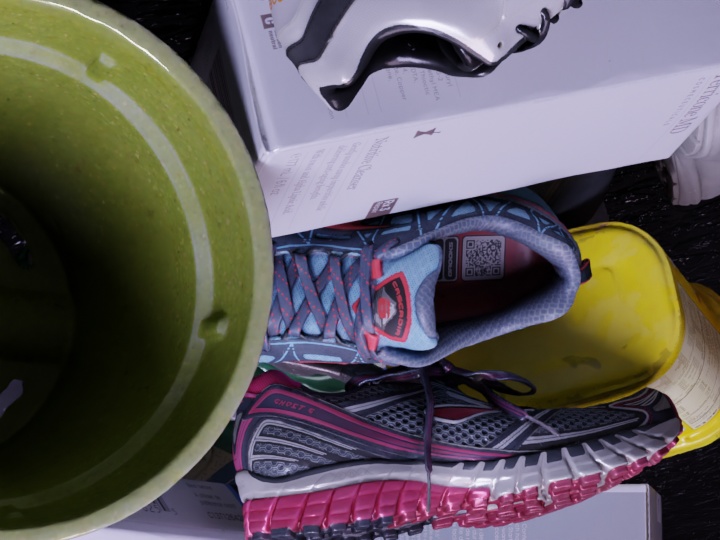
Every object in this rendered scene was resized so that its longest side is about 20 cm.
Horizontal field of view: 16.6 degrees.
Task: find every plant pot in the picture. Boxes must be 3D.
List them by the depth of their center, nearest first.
[{"bbox_3d":[-0.153,0.006,0.940,0.199,0.202,0.184,-9,176,-19],"label":"plant pot"}]

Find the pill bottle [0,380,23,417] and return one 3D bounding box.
[{"bbox_3d":[-0.118,0.038,1.193,0.199,0.112,0.110,-23,163,30],"label":"pill bottle"}]

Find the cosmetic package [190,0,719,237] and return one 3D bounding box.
[{"bbox_3d":[0.040,-0.080,0.969,0.198,0.082,0.113,-10,165,-13],"label":"cosmetic package"}]

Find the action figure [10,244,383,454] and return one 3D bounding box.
[{"bbox_3d":[-0.090,0.033,1.087,0.199,0.055,0.119,18,118,-6],"label":"action figure"}]

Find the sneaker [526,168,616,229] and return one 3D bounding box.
[{"bbox_3d":[0.027,-0.058,1.095,0.199,0.075,0.106,-8,151,-21],"label":"sneaker"}]

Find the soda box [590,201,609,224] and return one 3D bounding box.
[{"bbox_3d":[0.099,-0.014,1.294,0.063,0.071,0.200,-15,165,4],"label":"soda box"}]

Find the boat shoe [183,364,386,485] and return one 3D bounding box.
[{"bbox_3d":[-0.043,0.103,1.202,0.199,0.073,0.072,-29,-172,-25],"label":"boat shoe"}]

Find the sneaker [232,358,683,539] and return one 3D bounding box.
[{"bbox_3d":[0.044,0.069,1.046,0.198,0.075,0.081,-5,165,-20],"label":"sneaker"}]

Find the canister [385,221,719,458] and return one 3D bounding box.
[{"bbox_3d":[0.101,0.043,1.193,0.147,0.087,0.200,-15,165,13],"label":"canister"}]

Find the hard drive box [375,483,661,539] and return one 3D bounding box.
[{"bbox_3d":[0.057,0.153,1.295,0.198,0.077,0.156,0,173,8],"label":"hard drive box"}]

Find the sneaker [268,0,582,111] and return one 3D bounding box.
[{"bbox_3d":[0.060,-0.111,0.885,0.198,0.081,0.074,-15,164,-4],"label":"sneaker"}]

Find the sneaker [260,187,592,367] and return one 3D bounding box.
[{"bbox_3d":[0.000,0.000,1.013,0.198,0.080,0.096,-10,-165,-14],"label":"sneaker"}]

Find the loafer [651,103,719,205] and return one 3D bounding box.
[{"bbox_3d":[0.166,-0.083,1.129,0.069,0.070,0.200,-25,169,0],"label":"loafer"}]

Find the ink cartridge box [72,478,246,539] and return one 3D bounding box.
[{"bbox_3d":[-0.125,0.173,1.089,0.200,0.047,0.197,-48,149,19],"label":"ink cartridge box"}]
